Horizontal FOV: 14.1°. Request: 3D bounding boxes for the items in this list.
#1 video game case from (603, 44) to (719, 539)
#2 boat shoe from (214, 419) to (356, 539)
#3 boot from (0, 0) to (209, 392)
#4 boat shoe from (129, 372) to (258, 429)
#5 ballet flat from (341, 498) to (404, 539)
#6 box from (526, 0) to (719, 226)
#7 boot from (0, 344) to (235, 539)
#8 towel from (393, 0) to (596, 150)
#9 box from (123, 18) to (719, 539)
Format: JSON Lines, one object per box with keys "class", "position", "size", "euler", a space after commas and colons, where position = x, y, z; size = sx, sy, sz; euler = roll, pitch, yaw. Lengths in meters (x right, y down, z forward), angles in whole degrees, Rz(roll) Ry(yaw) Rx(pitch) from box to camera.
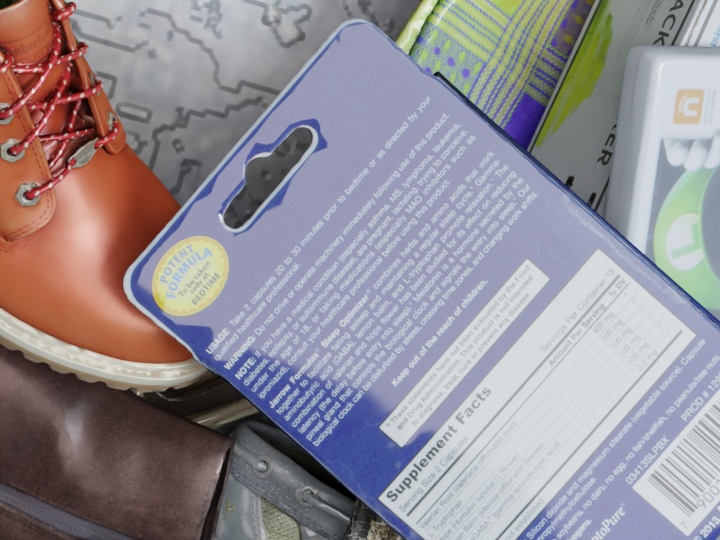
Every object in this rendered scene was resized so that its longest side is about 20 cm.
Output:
{"class": "video game case", "position": [0.158, 0.024, 1.009], "size": [0.181, 0.023, 0.201], "euler": [-1, 106, -29]}
{"class": "boat shoe", "position": [0.042, 0.108, 1.064], "size": [0.201, 0.074, 0.065], "euler": [15, 109, -3]}
{"class": "boot", "position": [-0.109, -0.044, 0.937], "size": [0.200, 0.107, 0.075], "euler": [43, 55, -8]}
{"class": "boat shoe", "position": [0.000, 0.000, 1.055], "size": [0.199, 0.065, 0.072], "euler": [-30, 99, -5]}
{"class": "ballet flat", "position": [0.024, 0.094, 0.991], "size": [0.075, 0.068, 0.201], "euler": [22, 93, 31]}
{"class": "box", "position": [0.160, -0.031, 1.043], "size": [0.199, 0.060, 0.117], "euler": [23, 92, -33]}
{"class": "boot", "position": [-0.119, 0.032, 1.016], "size": [0.166, 0.072, 0.201], "euler": [17, 108, 12]}
{"class": "towel", "position": [0.090, -0.039, 1.049], "size": [0.200, 0.023, 0.144], "euler": [35, 85, -33]}
{"class": "box", "position": [0.035, 0.025, 0.939], "size": [0.200, 0.032, 0.121], "euler": [41, 96, -5]}
